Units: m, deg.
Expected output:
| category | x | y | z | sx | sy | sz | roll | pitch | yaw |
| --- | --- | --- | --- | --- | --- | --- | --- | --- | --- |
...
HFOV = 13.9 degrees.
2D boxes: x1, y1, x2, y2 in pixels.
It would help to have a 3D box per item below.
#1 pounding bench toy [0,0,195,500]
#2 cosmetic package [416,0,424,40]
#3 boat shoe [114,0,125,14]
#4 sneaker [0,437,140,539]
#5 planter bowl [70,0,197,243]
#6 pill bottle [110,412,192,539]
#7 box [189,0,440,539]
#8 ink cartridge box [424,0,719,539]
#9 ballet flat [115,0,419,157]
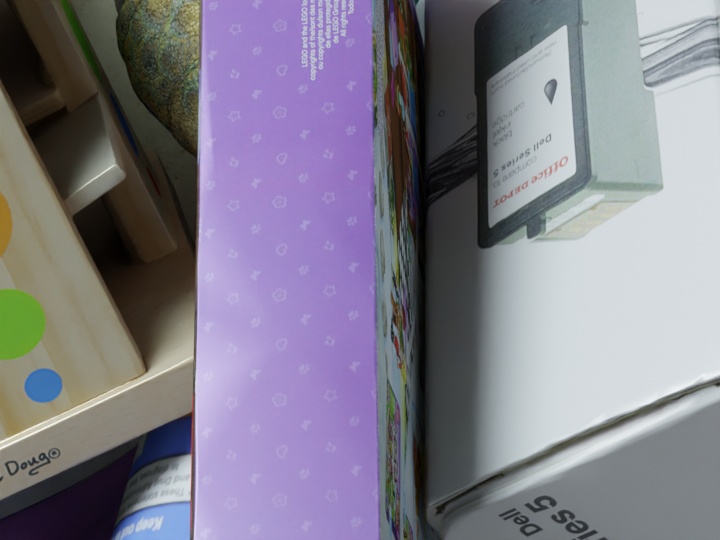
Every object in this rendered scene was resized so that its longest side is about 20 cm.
| category | x | y | z | sx | sy | sz | roll | pitch | yaw |
| --- | --- | --- | --- | --- | --- | --- | --- | --- | --- |
| pounding bench toy | -0.158 | -0.019 | 0.717 | 0.200 | 0.156 | 0.124 | -25 | 27 | 1 |
| cosmetic package | 0.060 | -0.143 | 0.862 | 0.113 | 0.081 | 0.200 | -21 | 49 | 41 |
| boat shoe | 0.001 | -0.147 | 0.815 | 0.200 | 0.076 | 0.074 | -59 | 1 | 12 |
| sneaker | -0.143 | 0.087 | 0.816 | 0.200 | 0.114 | 0.073 | -26 | 31 | -3 |
| planter bowl | -0.077 | -0.091 | 0.931 | 0.200 | 0.135 | 0.201 | -29 | 43 | 31 |
| pill bottle | -0.021 | 0.127 | 0.713 | 0.112 | 0.112 | 0.200 | -12 | 54 | 44 |
| box | -0.005 | 0.023 | 0.625 | 0.039 | 0.137 | 0.200 | -4 | 61 | 7 |
| ink cartridge box | 0.087 | -0.009 | 0.667 | 0.084 | 0.145 | 0.200 | -26 | 45 | 31 |
| ballet flat | 0.013 | -0.113 | 0.748 | 0.200 | 0.071 | 0.071 | -49 | 35 | -6 |
